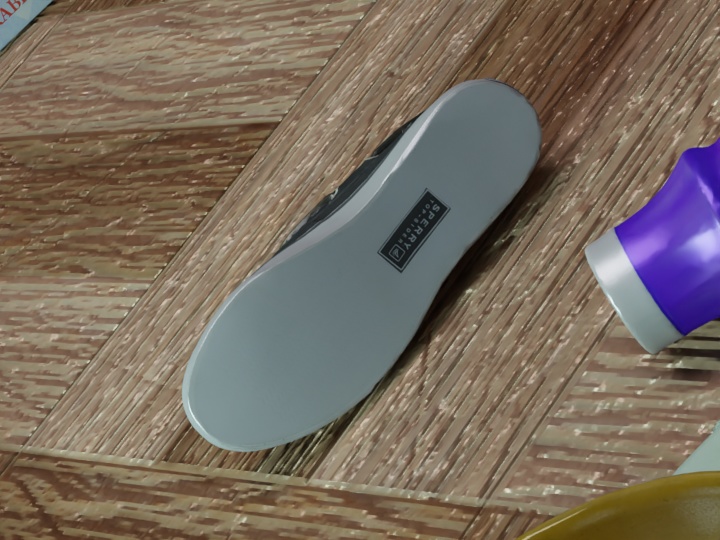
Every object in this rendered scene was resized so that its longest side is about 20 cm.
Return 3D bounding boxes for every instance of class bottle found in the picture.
[{"bbox_3d":[0.175,-0.043,0.921,0.200,0.065,0.084,-33,29,12],"label":"bottle"}]

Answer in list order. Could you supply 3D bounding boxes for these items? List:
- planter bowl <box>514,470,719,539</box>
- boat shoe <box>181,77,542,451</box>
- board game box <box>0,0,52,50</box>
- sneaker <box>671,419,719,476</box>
[{"bbox_3d":[0.080,0.157,0.716,0.200,0.083,0.200,-31,28,18],"label":"planter bowl"},{"bbox_3d":[0.000,0.000,1.087,0.200,0.069,0.057,-46,9,-16],"label":"boat shoe"},{"bbox_3d":[-0.307,-0.146,1.705,0.200,0.041,0.199,-47,28,-15],"label":"board game box"},{"bbox_3d":[0.140,0.014,0.822,0.200,0.118,0.074,-42,29,-2],"label":"sneaker"}]
